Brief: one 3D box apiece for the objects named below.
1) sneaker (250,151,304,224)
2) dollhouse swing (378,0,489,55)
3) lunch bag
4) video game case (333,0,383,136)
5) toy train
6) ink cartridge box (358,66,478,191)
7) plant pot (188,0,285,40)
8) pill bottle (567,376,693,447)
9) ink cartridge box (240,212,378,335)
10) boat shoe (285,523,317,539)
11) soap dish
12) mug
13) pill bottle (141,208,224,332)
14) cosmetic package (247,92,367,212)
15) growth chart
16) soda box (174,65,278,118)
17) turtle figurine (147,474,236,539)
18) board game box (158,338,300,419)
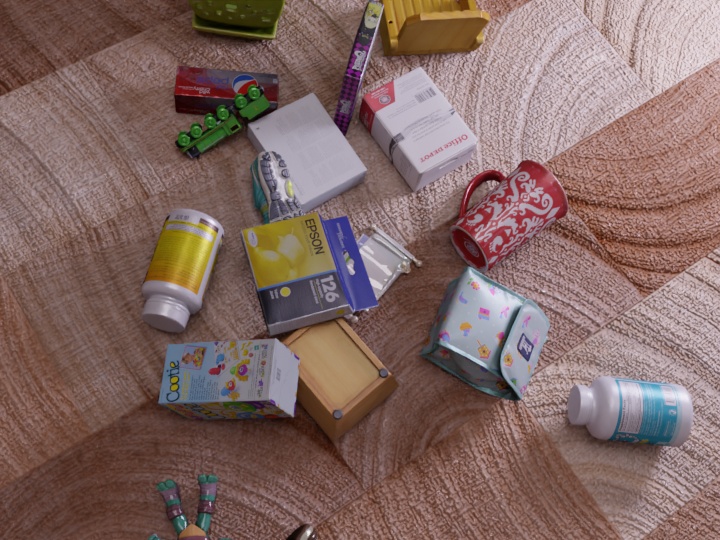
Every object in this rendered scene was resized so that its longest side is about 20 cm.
[{"bbox_3d":[-0.158,-0.120,1.712,0.077,0.079,0.202,-9,86,-35],"label":"sneaker"},{"bbox_3d":[0.150,-0.533,1.875,0.198,0.176,0.183,-5,68,-9],"label":"dollhouse swing"},{"bbox_3d":[0.232,0.118,1.642,0.199,0.122,0.171,29,63,-5],"label":"lunch bag"},{"bbox_3d":[-0.007,-0.386,1.776,0.036,0.200,0.182,17,65,-2],"label":"video game case"},{"bbox_3d":[-0.260,-0.280,1.748,0.199,0.042,0.057,-33,114,4],"label":"toy train"},{"bbox_3d":[0.111,-0.276,1.810,0.146,0.083,0.201,-29,74,-18],"label":"ink cartridge box"},{"bbox_3d":[-0.241,-0.578,1.833,0.197,0.182,0.202,6,66,-6],"label":"plant pot"},{"bbox_3d":[0.471,0.246,1.626,0.198,0.111,0.112,7,66,-5],"label":"pill bottle"},{"bbox_3d":[-0.090,-0.004,1.611,0.198,0.047,0.199,-16,62,-8],"label":"ink cartridge box"},{"bbox_3d":[-0.122,0.502,1.459,0.075,0.075,0.203,39,73,-6],"label":"boat shoe"},{"bbox_3d":[-0.050,0.168,1.598,0.157,0.081,0.200,-37,77,-21],"label":"soap dish"},{"bbox_3d":[0.265,-0.100,1.756,0.200,0.177,0.134,-38,113,-16],"label":"mug"},{"bbox_3d":[-0.315,0.001,1.615,0.108,0.109,0.201,15,65,-2],"label":"pill bottle"},{"bbox_3d":[-0.104,-0.226,1.775,0.150,0.052,0.201,-28,73,-20],"label":"cosmetic package"},{"bbox_3d":[0.000,0.000,1.712,0.145,0.018,0.200,43,68,11],"label":"growth chart"},{"bbox_3d":[-0.259,-0.344,1.796,0.198,0.064,0.071,3,66,-6],"label":"soda box"},{"bbox_3d":[-0.264,0.426,1.449,0.149,0.101,0.201,4,50,-23],"label":"turtle figurine"},{"bbox_3d":[-0.213,0.181,1.515,0.198,0.103,0.106,-4,65,20],"label":"board game box"}]
